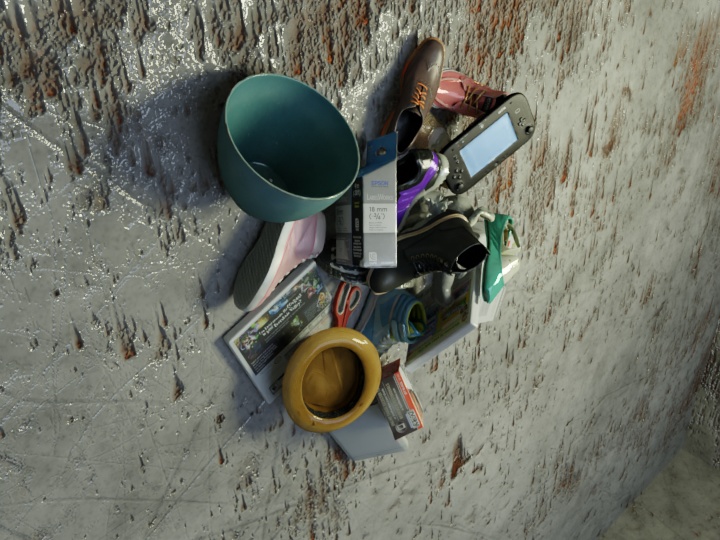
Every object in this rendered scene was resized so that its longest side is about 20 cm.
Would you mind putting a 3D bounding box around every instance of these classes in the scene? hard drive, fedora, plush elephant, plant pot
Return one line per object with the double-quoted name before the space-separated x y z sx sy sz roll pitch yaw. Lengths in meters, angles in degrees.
"hard drive" 0.007 0.318 1.441 0.129 0.027 0.202 -14 137 14
"fedora" -0.058 0.181 1.258 0.196 0.082 0.206 -10 115 -21
"plush elephant" 0.153 -0.073 1.323 0.154 0.163 0.204 -35 149 -46
"plant pot" -0.117 -0.147 0.996 0.197 0.203 0.135 -16 161 -40

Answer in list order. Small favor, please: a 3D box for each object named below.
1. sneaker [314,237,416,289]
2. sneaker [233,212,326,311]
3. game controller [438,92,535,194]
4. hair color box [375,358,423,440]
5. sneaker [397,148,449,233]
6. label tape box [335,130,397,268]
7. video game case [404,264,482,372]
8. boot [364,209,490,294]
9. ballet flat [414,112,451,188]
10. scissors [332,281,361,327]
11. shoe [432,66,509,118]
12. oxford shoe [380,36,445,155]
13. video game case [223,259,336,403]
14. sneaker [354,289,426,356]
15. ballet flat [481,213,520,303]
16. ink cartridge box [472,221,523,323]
"sneaker" 0.000 0.000 1.271 0.196 0.088 0.079 14 70 -26
"sneaker" -0.117 -0.018 1.132 0.104 0.075 0.204 27 88 -45
"game controller" 0.223 -0.225 1.274 0.199 0.042 0.105 -39 139 -3
"hair color box" 0.073 0.241 1.380 0.063 0.113 0.200 -24 179 5
"sneaker" 0.052 -0.132 1.217 0.098 0.070 0.201 11 128 -48
"label tape box" 0.007 -0.110 1.143 0.062 0.144 0.206 -2 93 -19
"video game case" 0.157 0.075 1.356 0.022 0.200 0.185 29 46 -18
"boot" 0.104 -0.012 1.162 0.199 0.139 0.078 -38 118 5
"ballet flat" 0.152 -0.216 1.311 0.071 0.065 0.200 -54 140 -7
"scissors" -0.044 0.115 1.298 0.073 0.014 0.205 16 92 -58
"shoe" 0.195 -0.310 1.282 0.197 0.090 0.073 -1 114 -46
"oxford shoe" 0.097 -0.284 1.190 0.070 0.073 0.205 17 101 -16
"video game case" -0.124 0.106 1.242 0.200 0.023 0.184 -43 138 -19
"sneaker" 0.056 0.128 1.360 0.078 0.129 0.205 0 113 -47
"ballet flat" 0.259 -0.030 1.323 0.068 0.068 0.204 68 25 -47
"ink cartridge box" 0.243 0.006 1.523 0.173 0.083 0.205 -2 114 -46
